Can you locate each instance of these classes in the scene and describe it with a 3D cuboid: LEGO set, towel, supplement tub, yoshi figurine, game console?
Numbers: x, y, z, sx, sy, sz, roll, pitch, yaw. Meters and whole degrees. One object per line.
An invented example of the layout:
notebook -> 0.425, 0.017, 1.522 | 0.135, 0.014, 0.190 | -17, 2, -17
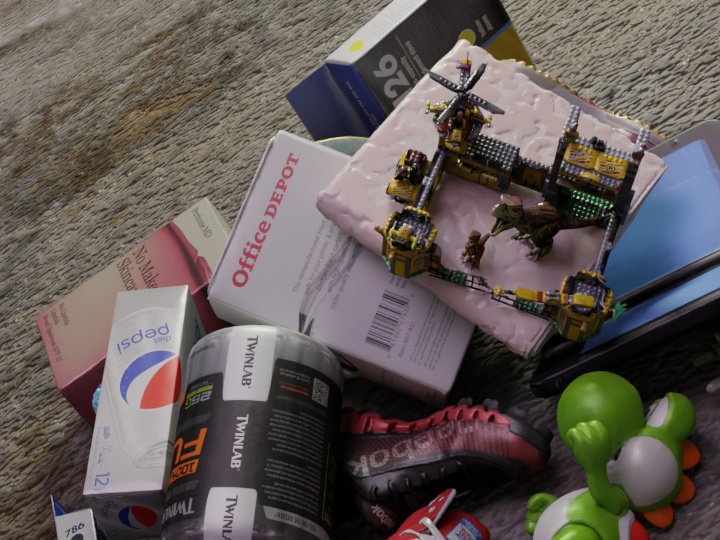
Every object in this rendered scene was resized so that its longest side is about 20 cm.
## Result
LEGO set -> 0.109, -0.051, 0.994 | 0.199, 0.116, 0.154 | 27, 67, 12
towel -> 0.098, -0.059, 1.080 | 0.199, 0.032, 0.191 | 35, 69, 16
supplement tub -> -0.078, 0.152, 1.046 | 0.122, 0.123, 0.202 | -12, 55, 27
yoshi figurine -> 0.145, 0.148, 0.972 | 0.112, 0.112, 0.200 | 8, 52, 50
game console -> 0.201, -0.013, 1.068 | 0.199, 0.117, 0.176 | -28, 2, 18

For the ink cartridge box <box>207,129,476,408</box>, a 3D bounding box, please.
ink cartridge box -> 0.000, 0.000, 1.125 | 0.198, 0.084, 0.146 | 21, 77, 5

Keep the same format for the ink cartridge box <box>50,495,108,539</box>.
ink cartridge box -> -0.188, 0.257, 1.110 | 0.039, 0.100, 0.200 | -32, 39, 3

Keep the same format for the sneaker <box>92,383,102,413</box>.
sneaker -> -0.123, 0.117, 1.237 | 0.198, 0.081, 0.077 | -9, 39, 2

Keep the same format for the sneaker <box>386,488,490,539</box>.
sneaker -> 0.041, 0.207, 0.962 | 0.112, 0.072, 0.200 | -31, 4, -2

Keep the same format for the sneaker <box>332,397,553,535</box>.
sneaker -> 0.049, 0.150, 1.069 | 0.199, 0.071, 0.098 | -8, 45, 34

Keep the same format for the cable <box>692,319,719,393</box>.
cable -> 0.329, 0.029, 1.028 | 0.198, 0.051, 0.097 | -21, 17, -1

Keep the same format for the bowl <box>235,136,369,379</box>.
bowl -> -0.008, -0.001, 1.224 | 0.198, 0.108, 0.202 | 0, 77, 0

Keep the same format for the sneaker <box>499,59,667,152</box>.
sneaker -> 0.180, -0.091, 1.186 | 0.199, 0.075, 0.091 | 29, 87, 12

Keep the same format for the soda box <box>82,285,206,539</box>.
soda box -> -0.168, 0.109, 1.144 | 0.063, 0.069, 0.201 | -5, 48, 8

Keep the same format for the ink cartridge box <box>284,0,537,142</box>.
ink cartridge box -> 0.063, -0.141, 1.267 | 0.200, 0.198, 0.047 | -43, 37, -9

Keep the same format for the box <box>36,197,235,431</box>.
box -> -0.178, 0.051, 1.315 | 0.199, 0.109, 0.128 | -36, 37, -1

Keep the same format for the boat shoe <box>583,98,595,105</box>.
boat shoe -> 0.127, -0.080, 1.253 | 0.199, 0.072, 0.072 | -31, 37, 5
